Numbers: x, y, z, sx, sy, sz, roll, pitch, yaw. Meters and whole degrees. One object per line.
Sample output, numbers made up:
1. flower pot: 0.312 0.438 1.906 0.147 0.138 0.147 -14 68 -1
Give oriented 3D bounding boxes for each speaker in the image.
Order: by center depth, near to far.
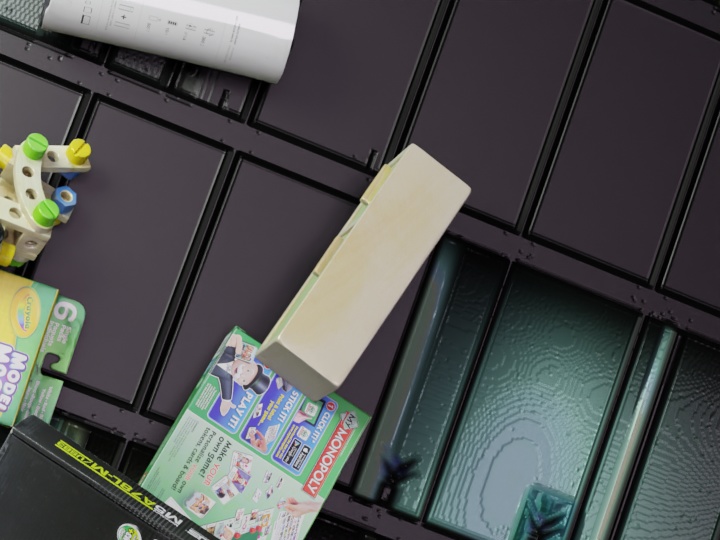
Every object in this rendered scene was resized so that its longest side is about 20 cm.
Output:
1. speaker: -0.150 -0.209 1.668 0.199 0.081 0.082 12 83 -10

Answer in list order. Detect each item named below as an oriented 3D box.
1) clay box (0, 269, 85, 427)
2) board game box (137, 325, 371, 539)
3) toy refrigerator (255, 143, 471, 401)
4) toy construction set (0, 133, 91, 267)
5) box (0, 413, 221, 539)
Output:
1. clay box: -0.321 0.046 1.629 0.199 0.048 0.116 18 82 -9
2. board game box: -0.094 0.163 1.650 0.134 0.029 0.201 34 64 -8
3. toy refrigerator: 0.000 0.000 1.670 0.070 0.076 0.200 37 71 -6
4. toy construction set: -0.311 -0.066 1.607 0.199 0.092 0.132 13 52 -9
5. box: -0.219 0.242 1.575 0.192 0.048 0.201 33 107 3
